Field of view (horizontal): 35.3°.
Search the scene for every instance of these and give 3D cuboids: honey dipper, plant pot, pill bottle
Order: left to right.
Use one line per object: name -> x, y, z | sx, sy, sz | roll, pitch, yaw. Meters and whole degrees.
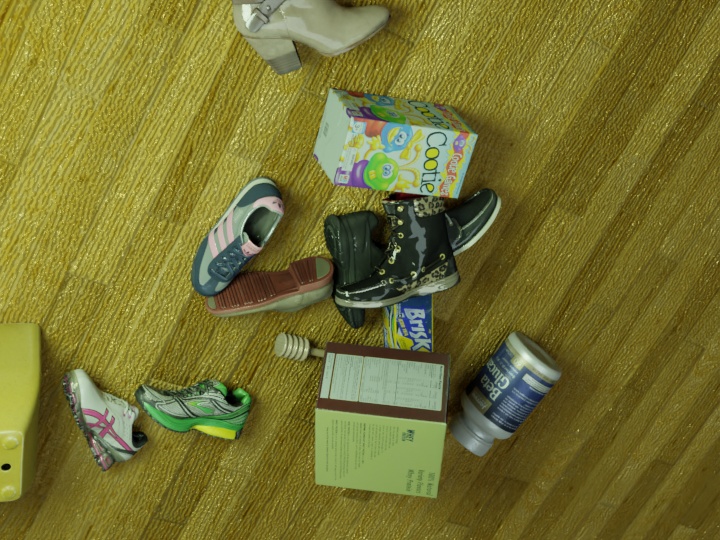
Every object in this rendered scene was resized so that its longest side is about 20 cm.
plant pot -> -0.529, 0.211, 1.545 | 0.191, 0.201, 0.198 | -1, 121, -22
honey dipper -> -0.044, 0.135, 1.805 | 0.197, 0.038, 0.038 | 13, 114, -31
pill bottle -> 0.240, 0.214, 1.925 | 0.110, 0.111, 0.201 | 29, 105, -34

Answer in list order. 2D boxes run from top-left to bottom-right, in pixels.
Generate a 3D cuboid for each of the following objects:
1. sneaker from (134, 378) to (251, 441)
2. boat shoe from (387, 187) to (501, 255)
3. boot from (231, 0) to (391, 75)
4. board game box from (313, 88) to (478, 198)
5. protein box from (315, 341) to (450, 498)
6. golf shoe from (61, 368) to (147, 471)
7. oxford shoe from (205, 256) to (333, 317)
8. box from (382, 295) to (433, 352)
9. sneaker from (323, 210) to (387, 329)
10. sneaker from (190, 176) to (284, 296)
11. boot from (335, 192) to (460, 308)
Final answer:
sneaker -> -0.257, 0.198, 1.738 | 0.198, 0.078, 0.086 | 15, 107, -39
boat shoe -> 0.128, -0.062, 1.734 | 0.199, 0.072, 0.068 | -36, 127, 5
boot -> -0.069, -0.351, 1.477 | 0.198, 0.070, 0.148 | -28, 124, -6
board game box -> 0.049, -0.179, 1.609 | 0.197, 0.103, 0.106 | 4, 119, -25
protein box -> 0.035, 0.234, 1.768 | 0.196, 0.136, 0.200 | 6, 136, 4
golf shoe -> -0.382, 0.210, 1.689 | 0.091, 0.073, 0.202 | -26, 136, -13
oxford shoe -> -0.132, 0.043, 1.691 | 0.196, 0.071, 0.075 | -13, 138, -6
box -> 0.076, 0.102, 1.817 | 0.069, 0.065, 0.203 | -12, 124, -14
sneaker -> 0.000, 0.000, 1.720 | 0.089, 0.076, 0.203 | -17, 127, -20
sneaker -> -0.177, -0.035, 1.615 | 0.069, 0.082, 0.201 | 22, 109, -32
boot -> 0.049, -0.032, 1.659 | 0.197, 0.073, 0.153 | -12, 108, -14
